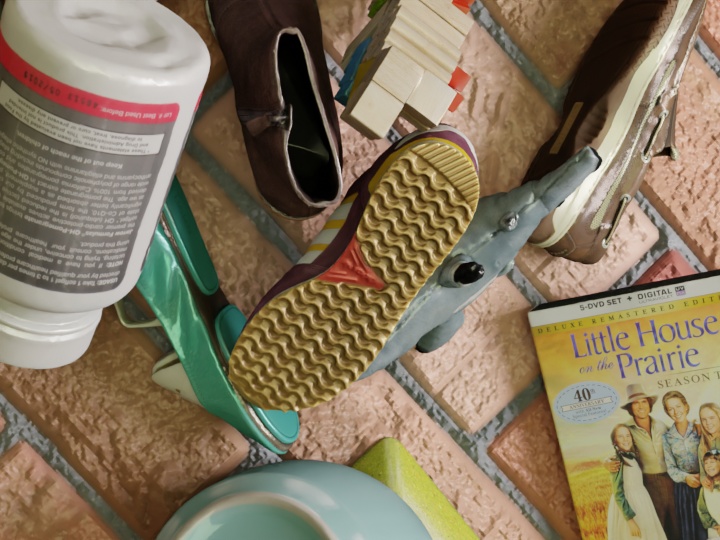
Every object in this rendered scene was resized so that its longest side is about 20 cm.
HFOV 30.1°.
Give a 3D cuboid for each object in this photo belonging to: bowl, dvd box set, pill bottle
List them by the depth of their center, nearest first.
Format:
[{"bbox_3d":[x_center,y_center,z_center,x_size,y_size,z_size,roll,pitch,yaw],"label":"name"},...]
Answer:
[{"bbox_3d":[-0.162,-0.048,0.736,0.110,0.111,0.201,19,119,-9],"label":"pill bottle"},{"bbox_3d":[-0.051,0.196,0.781,0.199,0.105,0.202,-5,66,11],"label":"bowl"},{"bbox_3d":[0.200,0.107,0.863,0.145,0.029,0.201,-11,95,26],"label":"dvd box set"}]

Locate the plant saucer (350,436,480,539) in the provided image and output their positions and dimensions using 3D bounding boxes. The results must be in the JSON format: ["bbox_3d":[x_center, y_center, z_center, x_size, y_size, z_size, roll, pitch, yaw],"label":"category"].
[{"bbox_3d":[0.011,0.248,0.866,0.200,0.048,0.200,-40,98,-5],"label":"plant saucer"}]

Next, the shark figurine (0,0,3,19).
[{"bbox_3d":[-0.218,-0.088,0.781,0.089,0.128,0.216,5,93,-19],"label":"shark figurine"}]

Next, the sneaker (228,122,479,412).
[{"bbox_3d":[0.000,0.000,0.792,0.075,0.090,0.200,41,106,-8],"label":"sneaker"}]

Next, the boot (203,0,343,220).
[{"bbox_3d":[-0.044,-0.130,0.781,0.072,0.166,0.202,-11,92,-9],"label":"boot"}]

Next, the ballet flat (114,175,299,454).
[{"bbox_3d":[-0.109,0.032,0.837,0.070,0.067,0.201,-25,96,17],"label":"ballet flat"}]

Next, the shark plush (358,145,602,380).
[{"bbox_3d":[0.070,0.001,0.820,0.199,0.083,0.091,-26,102,18],"label":"shark plush"}]

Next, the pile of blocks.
[{"bbox_3d":[0.033,-0.126,0.801,0.062,0.082,0.201,34,42,-15],"label":"pile of blocks"}]

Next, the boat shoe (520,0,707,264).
[{"bbox_3d":[0.175,-0.097,0.874,0.075,0.075,0.203,29,94,-22],"label":"boat shoe"}]
